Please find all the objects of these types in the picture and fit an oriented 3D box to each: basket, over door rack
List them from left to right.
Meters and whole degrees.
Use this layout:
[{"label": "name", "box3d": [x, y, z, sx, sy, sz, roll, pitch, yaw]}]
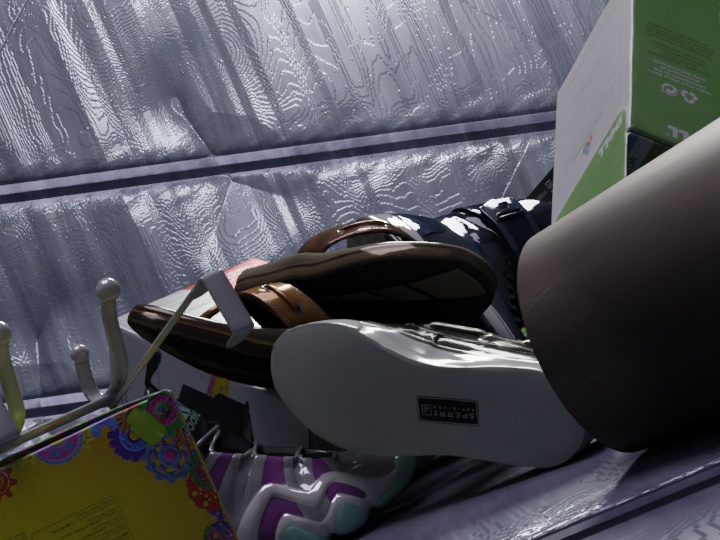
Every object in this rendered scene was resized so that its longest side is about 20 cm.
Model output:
[{"label": "over door rack", "box3d": [-0.161, 0.050, 0.856, 0.147, 0.067, 0.200, -25, -1, -34]}, {"label": "basket", "box3d": [0.180, -0.009, 0.756, 0.199, 0.137, 0.180, -29, 10, 32]}]

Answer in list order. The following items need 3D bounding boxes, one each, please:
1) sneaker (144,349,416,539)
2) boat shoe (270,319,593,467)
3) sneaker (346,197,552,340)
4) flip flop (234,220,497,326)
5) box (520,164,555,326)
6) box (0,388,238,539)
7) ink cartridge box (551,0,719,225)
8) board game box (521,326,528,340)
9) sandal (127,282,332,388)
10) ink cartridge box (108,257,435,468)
[{"label": "sneaker", "box3d": [-0.078, 0.104, 0.973, 0.199, 0.141, 0.078, -25, 0, -7]}, {"label": "boat shoe", "box3d": [0.044, 0.065, 0.930, 0.198, 0.071, 0.063, 10, 17, 31]}, {"label": "sneaker", "box3d": [0.099, 0.023, 1.084, 0.145, 0.203, 0.077, -6, -50, -31]}, {"label": "flip flop", "box3d": [0.000, 0.000, 1.036, 0.199, 0.081, 0.058, -7, 52, 50]}, {"label": "box", "box3d": [0.145, -0.003, 1.270, 0.200, 0.044, 0.160, -50, -26, 24]}, {"label": "box", "box3d": [-0.162, 0.153, 0.828, 0.199, 0.123, 0.193, -25, 0, -10]}, {"label": "ink cartridge box", "box3d": [0.149, -0.062, 0.929, 0.201, 0.059, 0.104, -80, 12, -45]}, {"label": "board game box", "box3d": [0.183, 0.035, 1.182, 0.198, 0.048, 0.102, -25, 0, 1]}, {"label": "sandal", "box3d": [-0.038, 0.035, 1.015, 0.198, 0.055, 0.082, 4, -21, 8]}, {"label": "ink cartridge box", "box3d": [-0.050, 0.073, 1.145, 0.199, 0.084, 0.145, 18, 31, 40]}]
